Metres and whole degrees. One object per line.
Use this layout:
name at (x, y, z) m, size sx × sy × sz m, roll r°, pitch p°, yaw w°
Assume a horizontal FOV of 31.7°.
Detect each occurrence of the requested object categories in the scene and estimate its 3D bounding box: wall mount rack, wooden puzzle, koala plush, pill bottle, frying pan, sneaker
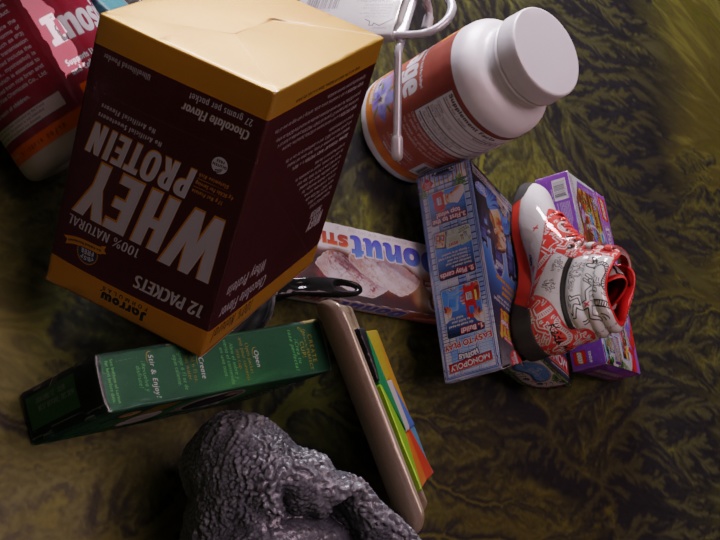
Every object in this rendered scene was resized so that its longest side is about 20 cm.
wall mount rack at (-0.011, -0.188, 1.137) m, size 0.075 × 0.199 × 0.175 m, roll 68°, pitch 31°, yaw -50°
wooden puzzle at (0.018, 0.111, 1.023) m, size 0.037 × 0.200 × 0.186 m, roll -22°, pitch 85°, yaw 0°
koala plush at (-0.088, 0.223, 0.889) m, size 0.184 × 0.177 × 0.200 m, roll 51°, pitch 61°, yaw -31°
pill bottle at (0.101, -0.165, 1.180) m, size 0.112 × 0.199 × 0.113 m, roll 17°, pitch 63°, yaw -36°
pill bottle at (-0.251, -0.177, 0.936) m, size 0.113 × 0.113 × 0.201 m, roll -40°, pitch 101°, yaw -43°
frying pan at (-0.097, 0.001, 1.046) m, size 0.189 × 0.031 × 0.115 m, roll -19°, pitch 71°, yaw -44°
sneaker at (0.199, -0.012, 1.175) m, size 0.067 × 0.107 × 0.202 m, roll 47°, pitch 36°, yaw -37°

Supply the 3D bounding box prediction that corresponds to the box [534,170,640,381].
box at (0.236, 0.009, 1.311) m, size 0.137 × 0.039 × 0.201 m, roll 19°, pitch 59°, yaw -62°

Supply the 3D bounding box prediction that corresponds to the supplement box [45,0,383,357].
supplement box at (-0.103, -0.084, 0.916) m, size 0.132 × 0.201 × 0.197 m, roll 25°, pitch 27°, yaw 12°

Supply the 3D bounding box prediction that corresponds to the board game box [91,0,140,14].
board game box at (-0.209, -0.300, 1.066) m, size 0.151 × 0.047 × 0.201 m, roll 42°, pitch 51°, yaw -22°

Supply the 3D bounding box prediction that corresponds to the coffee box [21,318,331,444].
coffee box at (-0.134, 0.081, 0.936) m, size 0.199 × 0.123 × 0.044 m, roll -8°, pitch 78°, yaw -41°

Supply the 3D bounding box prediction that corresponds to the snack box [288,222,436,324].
snack box at (0.000, 0.000, 1.149) m, size 0.199 × 0.024 × 0.072 m, roll 11°, pitch 65°, yaw -38°

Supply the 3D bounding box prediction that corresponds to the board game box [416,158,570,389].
board game box at (0.128, 0.033, 1.201) m, size 0.200 × 0.061 × 0.201 m, roll 41°, pitch 41°, yaw -44°
